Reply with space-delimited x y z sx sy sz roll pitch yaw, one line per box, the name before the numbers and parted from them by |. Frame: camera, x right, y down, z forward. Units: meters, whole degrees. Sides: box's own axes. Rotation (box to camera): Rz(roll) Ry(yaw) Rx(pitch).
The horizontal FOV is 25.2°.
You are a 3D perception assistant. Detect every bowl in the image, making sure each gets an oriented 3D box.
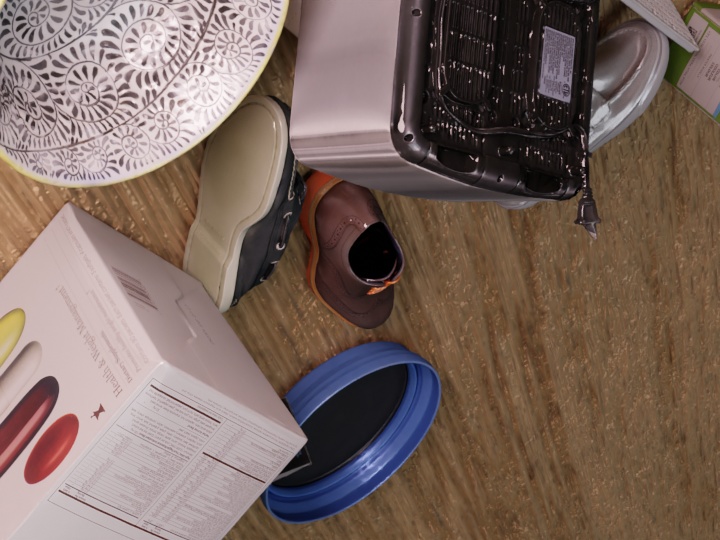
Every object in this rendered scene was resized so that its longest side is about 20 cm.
bowl | -0.147 -0.155 0.914 0.200 0.094 0.202 -29 145 -23
bowl | -0.015 0.147 1.483 0.200 0.039 0.202 -29 145 -22

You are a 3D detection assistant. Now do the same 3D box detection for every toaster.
toaster | 0.061 -0.131 1.029 0.180 0.118 0.202 9 83 -42

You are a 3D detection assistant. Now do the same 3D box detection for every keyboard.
keyboard | 0.222 -0.226 1.295 0.011 0.057 0.199 -29 155 25

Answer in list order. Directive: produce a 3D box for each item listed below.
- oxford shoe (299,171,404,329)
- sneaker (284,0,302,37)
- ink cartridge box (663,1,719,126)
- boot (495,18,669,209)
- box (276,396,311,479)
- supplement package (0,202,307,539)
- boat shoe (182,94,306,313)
oxford shoe | 0.000 0.000 1.294 0.071 0.073 0.201 -37 148 -10
sneaker | -0.002 -0.166 1.092 0.076 0.081 0.200 -46 147 8
ink cartridge box | 0.383 -0.151 1.424 0.147 0.200 0.076 -5 133 -44
boot | 0.168 -0.134 1.322 0.200 0.074 0.095 -49 155 11
box | -0.153 0.169 1.291 0.199 0.061 0.116 -16 171 -35
supplement package | -0.180 0.105 1.083 0.200 0.191 0.147 -49 133 8
boat shoe | -0.072 -0.050 1.156 0.066 0.075 0.201 -19 141 -37
